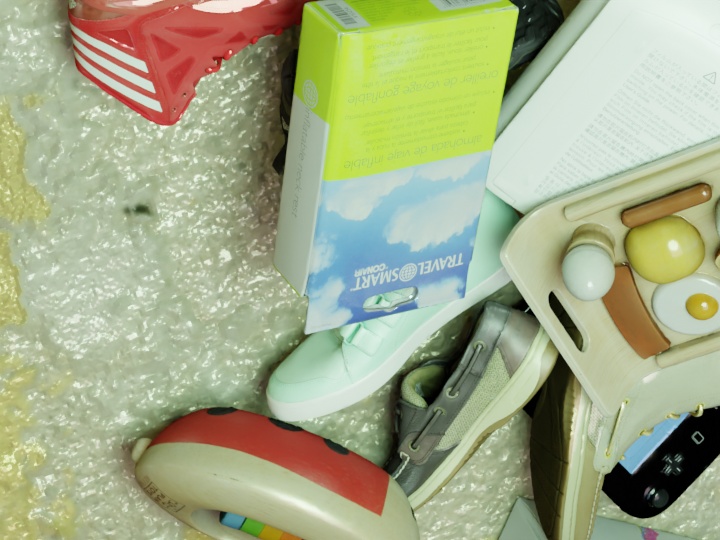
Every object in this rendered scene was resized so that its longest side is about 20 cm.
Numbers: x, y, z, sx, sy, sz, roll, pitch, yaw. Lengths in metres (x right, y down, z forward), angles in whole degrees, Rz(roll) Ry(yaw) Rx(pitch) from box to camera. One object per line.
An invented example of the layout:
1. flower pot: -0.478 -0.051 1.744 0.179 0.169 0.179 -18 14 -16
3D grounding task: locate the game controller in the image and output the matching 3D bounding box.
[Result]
1. game controller: 0.169 0.080 1.745 0.104 0.042 0.200 -42 120 5

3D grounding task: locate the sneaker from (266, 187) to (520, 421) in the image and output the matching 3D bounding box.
1. sneaker: 0.000 0.000 1.635 0.200 0.074 0.118 -38 120 -1

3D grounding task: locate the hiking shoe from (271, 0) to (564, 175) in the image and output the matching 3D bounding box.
1. hiking shoe: 0.031 -0.123 1.594 0.200 0.076 0.101 -21 158 -24

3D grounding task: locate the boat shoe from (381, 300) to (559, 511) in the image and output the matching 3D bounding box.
1. boat shoe: 0.055 0.086 1.682 0.065 0.073 0.200 35 125 -8

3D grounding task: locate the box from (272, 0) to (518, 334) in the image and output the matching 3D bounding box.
1. box: 0.018 -0.067 1.516 0.122 0.048 0.200 -12 128 -29

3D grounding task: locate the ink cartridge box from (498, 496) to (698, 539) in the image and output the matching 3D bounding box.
1. ink cartridge box: 0.177 0.254 1.808 0.200 0.085 0.145 15 109 -25

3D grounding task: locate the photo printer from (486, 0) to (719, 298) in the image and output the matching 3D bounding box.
1. photo printer: 0.182 -0.093 1.568 0.166 0.069 0.200 33 129 -7

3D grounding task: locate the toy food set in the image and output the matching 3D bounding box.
1. toy food set: 0.202 0.006 1.553 0.200 0.060 0.144 -20 121 28

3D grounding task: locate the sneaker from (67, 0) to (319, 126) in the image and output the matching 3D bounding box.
1. sneaker: -0.079 -0.152 1.550 0.200 0.078 0.116 -2 131 -14

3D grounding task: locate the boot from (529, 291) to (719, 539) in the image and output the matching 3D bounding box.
1. boot: 0.194 0.089 1.694 0.154 0.072 0.200 -2 113 -18

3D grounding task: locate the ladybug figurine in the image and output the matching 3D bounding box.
1. ladybug figurine: -0.050 0.142 1.664 0.200 0.136 0.072 24 69 -11
